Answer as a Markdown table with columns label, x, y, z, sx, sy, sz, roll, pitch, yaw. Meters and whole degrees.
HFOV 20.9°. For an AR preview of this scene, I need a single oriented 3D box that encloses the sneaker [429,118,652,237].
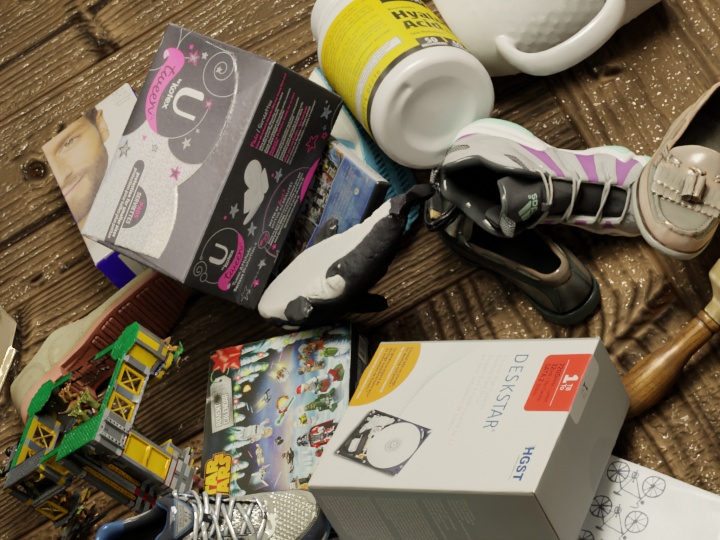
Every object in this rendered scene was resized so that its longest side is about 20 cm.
| label | x | y | z | sx | sy | sz | roll | pitch | yaw |
| --- | --- | --- | --- | --- | --- | --- | --- | --- | --- |
| sneaker | 0.151 | -0.055 | 1.564 | 0.199 | 0.078 | 0.140 | 13 | 25 | 16 |

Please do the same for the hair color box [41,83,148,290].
| label | x | y | z | sx | sy | sz | roll | pitch | yaw |
| --- | --- | --- | --- | --- | --- | --- | --- | --- | --- |
| hair color box | -0.219 | -0.077 | 1.836 | 0.109 | 0.065 | 0.200 | -36 | 42 | 3 |

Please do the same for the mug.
| label | x | y | z | sx | sy | sz | roll | pitch | yaw |
| --- | --- | --- | --- | --- | --- | --- | --- | --- | --- |
| mug | 0.162 | -0.240 | 1.696 | 0.175 | 0.148 | 0.200 | -32 | 38 | 7 |

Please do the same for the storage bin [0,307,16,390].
| label | x | y | z | sx | sy | sz | roll | pitch | yaw |
| --- | --- | --- | --- | --- | --- | --- | --- | --- | --- |
| storage bin | -0.445 | 0.110 | 1.814 | 0.199 | 0.094 | 0.199 | 0 | 58 | 29 |

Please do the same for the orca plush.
| label | x | y | z | sx | sy | sz | roll | pitch | yaw |
| --- | --- | --- | --- | --- | --- | --- | --- | --- | --- |
| orca plush | 0.000 | 0.000 | 1.629 | 0.200 | 0.071 | 0.105 | -44 | 25 | 26 |

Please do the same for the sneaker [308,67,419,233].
| label | x | y | z | sx | sy | sz | roll | pitch | yaw |
| --- | --- | --- | --- | --- | --- | --- | --- | --- | --- |
| sneaker | -0.013 | -0.091 | 1.748 | 0.081 | 0.076 | 0.200 | -46 | 47 | 18 |

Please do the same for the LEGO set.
| label | x | y | z | sx | sy | sz | roll | pitch | yaw |
| --- | --- | --- | --- | --- | --- | --- | --- | --- | --- |
| LEGO set | -0.203 | 0.148 | 1.647 | 0.200 | 0.116 | 0.154 | -36 | 29 | 34 |

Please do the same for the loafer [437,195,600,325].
| label | x | y | z | sx | sy | sz | roll | pitch | yaw |
| --- | --- | --- | --- | --- | --- | --- | --- | --- | --- |
| loafer | 0.122 | -0.031 | 1.628 | 0.072 | 0.063 | 0.200 | -45 | 49 | -7 |

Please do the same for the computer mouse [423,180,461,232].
| label | x | y | z | sx | sy | sz | roll | pitch | yaw |
| --- | --- | --- | --- | --- | --- | --- | --- | --- | --- |
| computer mouse | 0.060 | -0.100 | 1.696 | 0.059 | 0.034 | 0.200 | -28 | 32 | 12 |

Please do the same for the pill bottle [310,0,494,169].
| label | x | y | z | sx | sy | sz | roll | pitch | yaw |
| --- | --- | --- | --- | --- | --- | --- | --- | --- | --- |
| pill bottle | 0.028 | -0.180 | 1.697 | 0.111 | 0.111 | 0.200 | -37 | 39 | 0 |

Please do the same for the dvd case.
| label | x | y | z | sx | sy | sz | roll | pitch | yaw |
| --- | --- | --- | --- | --- | --- | --- | --- | --- | --- |
| dvd case | -0.060 | -0.062 | 1.729 | 0.200 | 0.018 | 0.143 | 42 | 118 | 41 |

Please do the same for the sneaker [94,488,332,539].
| label | x | y | z | sx | sy | sz | roll | pitch | yaw |
| --- | --- | --- | --- | --- | --- | --- | --- | --- | --- |
| sneaker | -0.119 | 0.209 | 1.520 | 0.199 | 0.085 | 0.077 | -18 | 51 | 18 |

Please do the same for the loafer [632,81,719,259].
| label | x | y | z | sx | sy | sz | roll | pitch | yaw |
| --- | --- | --- | --- | --- | --- | --- | --- | --- | --- |
| loafer | 0.263 | -0.086 | 1.540 | 0.072 | 0.063 | 0.200 | 26 | 37 | 1 |

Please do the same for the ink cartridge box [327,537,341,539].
| label | x | y | z | sx | sy | sz | roll | pitch | yaw |
| --- | --- | --- | --- | --- | --- | --- | --- | --- | --- |
| ink cartridge box | -0.046 | 0.305 | 1.494 | 0.196 | 0.043 | 0.200 | -14 | 50 | 19 |

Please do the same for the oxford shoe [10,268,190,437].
| label | x | y | z | sx | sy | sz | roll | pitch | yaw |
| --- | --- | --- | --- | --- | --- | --- | --- | --- | --- |
| oxford shoe | -0.240 | 0.057 | 1.759 | 0.200 | 0.071 | 0.074 | -42 | 44 | -6 |

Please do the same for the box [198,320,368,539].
| label | x | y | z | sx | sy | sz | roll | pitch | yaw |
| --- | --- | --- | --- | --- | --- | --- | --- | --- | --- |
| box | -0.064 | 0.146 | 1.618 | 0.137 | 0.040 | 0.200 | -14 | 52 | 21 |

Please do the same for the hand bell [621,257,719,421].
| label | x | y | z | sx | sy | sz | roll | pitch | yaw |
| --- | --- | --- | --- | --- | --- | --- | --- | --- | --- |
| hand bell | 0.264 | 0.046 | 1.500 | 0.200 | 0.104 | 0.104 | -47 | 47 | 8 |

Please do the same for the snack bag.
| label | x | y | z | sx | sy | sz | roll | pitch | yaw |
| --- | --- | --- | --- | --- | --- | --- | --- | --- | --- |
| snack bag | 0.167 | 0.231 | 1.445 | 0.188 | 0.021 | 0.200 | 20 | 69 | 37 |

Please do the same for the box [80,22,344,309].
| label | x | y | z | sx | sy | sz | roll | pitch | yaw |
| --- | --- | --- | --- | --- | --- | --- | --- | --- | --- |
| box | -0.128 | -0.090 | 1.663 | 0.132 | 0.115 | 0.200 | 23 | 89 | 33 |

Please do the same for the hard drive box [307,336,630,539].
| label | x | y | z | sx | sy | sz | roll | pitch | yaw |
| --- | --- | --- | --- | --- | --- | --- | --- | --- | --- |
| hard drive box | 0.084 | 0.132 | 1.484 | 0.200 | 0.077 | 0.156 | -3 | 43 | 33 |
